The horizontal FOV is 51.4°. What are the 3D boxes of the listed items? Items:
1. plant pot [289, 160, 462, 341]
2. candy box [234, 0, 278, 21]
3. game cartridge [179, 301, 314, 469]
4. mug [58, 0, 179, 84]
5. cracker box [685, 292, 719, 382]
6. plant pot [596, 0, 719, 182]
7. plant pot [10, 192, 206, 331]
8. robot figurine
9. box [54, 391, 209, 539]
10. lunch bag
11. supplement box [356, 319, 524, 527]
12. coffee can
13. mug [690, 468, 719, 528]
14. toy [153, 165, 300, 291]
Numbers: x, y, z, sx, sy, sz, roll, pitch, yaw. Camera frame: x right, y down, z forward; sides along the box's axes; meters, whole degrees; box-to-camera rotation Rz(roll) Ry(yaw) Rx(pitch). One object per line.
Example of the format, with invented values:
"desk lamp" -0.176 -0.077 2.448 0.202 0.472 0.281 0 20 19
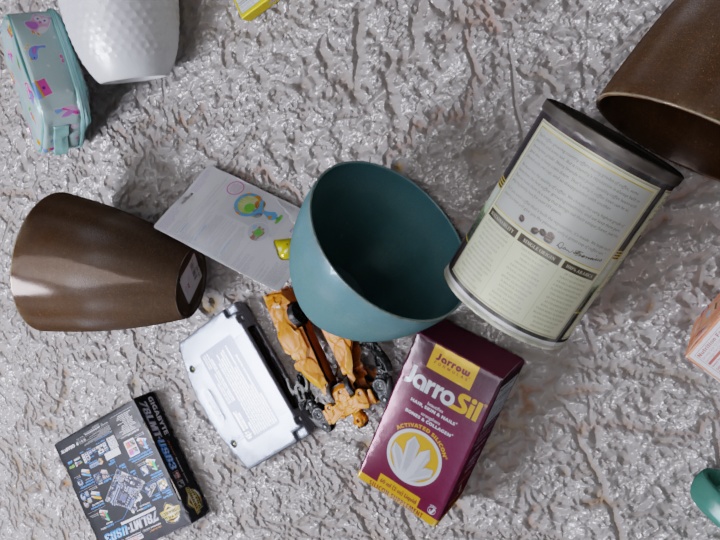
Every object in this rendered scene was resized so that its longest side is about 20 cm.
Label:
"plant pot" 0.000 0.000 0.828 0.200 0.200 0.135 54 133 10
"candy box" -0.083 -0.394 0.888 0.200 0.026 0.103 -25 84 27
"game cartridge" -0.160 0.158 1.011 0.133 0.041 0.200 -35 82 31
"mug" -0.316 -0.332 0.963 0.200 0.147 0.176 10 111 55
"cracker box" 0.394 0.103 0.665 0.200 0.134 0.058 40 114 17
"plant pot" 0.335 -0.195 0.639 0.187 0.187 0.200 29 95 20
"plant pot" -0.315 0.001 0.990 0.199 0.187 0.188 7 102 11
"robot figurine" -0.034 0.098 0.924 0.145 0.058 0.200 -29 84 28
"box" -0.347 0.310 1.121 0.200 0.050 0.199 -30 85 27
"lunch bag" -0.419 -0.246 1.010 0.200 0.077 0.161 -16 94 67
"supplement box" 0.090 0.170 0.857 0.110 0.086 0.201 28 109 21
"coffee can" 0.193 -0.045 0.736 0.146 0.146 0.200 36 112 17
"mug" 0.412 0.267 0.692 0.184 0.114 0.153 -9 94 27
"toy" -0.147 -0.048 0.950 0.200 0.115 0.047 25 153 24
